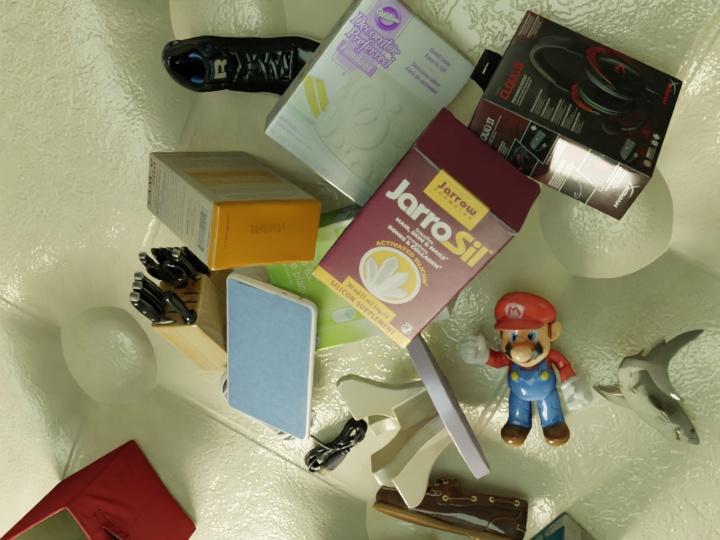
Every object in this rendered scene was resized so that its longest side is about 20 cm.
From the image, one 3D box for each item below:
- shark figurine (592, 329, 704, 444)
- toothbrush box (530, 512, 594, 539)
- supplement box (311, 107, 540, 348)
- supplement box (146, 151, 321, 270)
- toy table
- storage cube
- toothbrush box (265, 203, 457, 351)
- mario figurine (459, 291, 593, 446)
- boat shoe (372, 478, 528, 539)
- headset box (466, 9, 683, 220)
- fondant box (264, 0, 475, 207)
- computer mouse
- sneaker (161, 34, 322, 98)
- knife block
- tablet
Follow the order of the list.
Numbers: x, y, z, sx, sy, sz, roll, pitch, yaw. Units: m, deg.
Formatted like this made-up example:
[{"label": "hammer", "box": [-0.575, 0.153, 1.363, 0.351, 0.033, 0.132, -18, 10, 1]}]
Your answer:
[{"label": "shark figurine", "box": [0.329, 0.110, 0.953, 0.128, 0.215, 0.090, 29, 74, 34]}, {"label": "toothbrush box", "box": [0.214, 0.426, 1.064, 0.085, 0.146, 0.200, 42, 113, -2]}, {"label": "supplement box", "box": [0.064, -0.039, 0.857, 0.131, 0.103, 0.200, 39, 128, -1]}, {"label": "supplement box", "box": [-0.148, -0.073, 0.954, 0.200, 0.125, 0.074, 36, 124, 50]}, {"label": "toy table", "box": [0.062, 0.181, 1.021, 0.116, 0.184, 0.201, -29, 90, 5]}, {"label": "storage cube", "box": [-0.370, 0.379, 1.191, 0.199, 0.180, 0.172, -32, 98, 21]}, {"label": "toothbrush box", "box": [0.000, 0.000, 1.013, 0.198, 0.086, 0.147, -15, 104, 18]}, {"label": "mario figurine", "box": [0.191, 0.121, 0.987, 0.122, 0.106, 0.202, -19, 114, -15]}, {"label": "boat shoe", "box": [0.117, 0.306, 1.100, 0.198, 0.070, 0.071, 13, 73, 8]}, {"label": "headset box", "box": [0.206, -0.164, 0.861, 0.199, 0.149, 0.075, 27, 147, 6]}, {"label": "fondant box", "box": [0.008, -0.193, 0.932, 0.144, 0.058, 0.200, 35, 108, -17]}, {"label": "computer mouse", "box": [-0.095, 0.185, 1.126, 0.199, 0.044, 0.110, 38, 119, -5]}, {"label": "sneaker", "box": [-0.128, -0.225, 0.957, 0.198, 0.112, 0.074, 5, 110, 13]}, {"label": "knife block", "box": [-0.213, 0.061, 1.043, 0.063, 0.176, 0.202, -2, 108, 16]}, {"label": "tablet", "box": [-0.111, 0.108, 1.042, 0.129, 0.014, 0.202, 19, 122, 24]}]
